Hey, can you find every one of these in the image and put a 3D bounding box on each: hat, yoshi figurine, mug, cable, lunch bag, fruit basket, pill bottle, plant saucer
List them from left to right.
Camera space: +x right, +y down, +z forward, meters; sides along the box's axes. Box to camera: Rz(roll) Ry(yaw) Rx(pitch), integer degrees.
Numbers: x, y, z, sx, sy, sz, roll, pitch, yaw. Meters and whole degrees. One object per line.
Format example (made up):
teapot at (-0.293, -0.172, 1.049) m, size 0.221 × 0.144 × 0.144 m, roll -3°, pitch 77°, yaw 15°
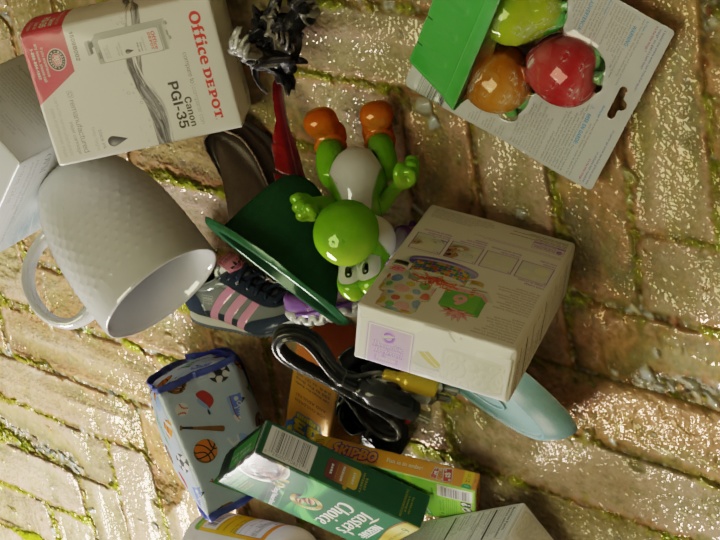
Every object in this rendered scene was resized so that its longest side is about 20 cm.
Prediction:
mug at (-0.285, -0.022, 1.713) m, size 0.200 × 0.148 × 0.175 m, roll -42°, pitch 74°, yaw 8°
lunch bag at (-0.172, 0.183, 1.821) m, size 0.200 × 0.124 × 0.170 m, roll 173°, pitch 77°, yaw -75°
pill bottle at (-0.116, 0.360, 1.901) m, size 0.200 × 0.111 × 0.111 m, roll 3°, pitch 117°, yaw 40°
hat at (-0.043, -0.073, 1.540) m, size 0.200 × 0.176 × 0.166 m, roll 37°, pitch 174°, yaw -9°
yoshi figurine at (-0.007, -0.073, 1.474) m, size 0.112 × 0.112 × 0.200 m, roll -39°, pitch 45°, yaw 44°
cable at (-0.005, 0.109, 1.570) m, size 0.200 × 0.050 × 0.097 m, roll 27°, pitch 136°, yaw -12°
plant saucer at (0.121, 0.107, 1.521) m, size 0.200 × 0.027 × 0.200 m, roll 35°, pitch 169°, yaw 8°
fruit basket at (0.153, -0.189, 1.372) m, size 0.200 × 0.094 × 0.185 m, roll 27°, pitch 132°, yaw 6°

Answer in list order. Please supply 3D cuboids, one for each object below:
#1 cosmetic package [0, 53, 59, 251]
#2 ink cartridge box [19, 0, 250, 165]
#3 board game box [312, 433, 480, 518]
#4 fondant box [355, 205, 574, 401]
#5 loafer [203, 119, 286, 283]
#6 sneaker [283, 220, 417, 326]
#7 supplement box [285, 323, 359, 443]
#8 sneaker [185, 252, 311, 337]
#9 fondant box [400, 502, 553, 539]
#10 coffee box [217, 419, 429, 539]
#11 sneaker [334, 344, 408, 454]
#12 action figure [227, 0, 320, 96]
cosmetic package at (-0.376, -0.138, 1.765) m, size 0.123 × 0.200 × 0.199 m, roll 45°, pitch 136°, yaw 7°
ink cartridge box at (-0.227, -0.204, 1.606) m, size 0.200 × 0.083 × 0.147 m, roll -12°, pitch 111°, yaw 6°
board game box at (0.029, 0.223, 1.682) m, size 0.200 × 0.030 × 0.096 m, roll 10°, pitch 150°, yaw 10°
fondant box at (0.097, 0.024, 1.417) m, size 0.144 × 0.200 × 0.058 m, roll 16°, pitch 122°, yaw 15°
loafer at (-0.108, -0.073, 1.663) m, size 0.073 × 0.071 × 0.200 m, roll -30°, pitch 93°, yaw 47°
sneaker at (0.000, 0.000, 1.609) m, size 0.200 × 0.080 × 0.089 m, roll -16°, pitch 98°, yaw 35°
supplement box at (-0.037, 0.149, 1.738) m, size 0.066 × 0.069 × 0.200 m, roll 31°, pitch 135°, yaw 25°
sneaker at (-0.126, 0.023, 1.737) m, size 0.200 × 0.070 × 0.082 m, roll 4°, pitch 119°, yaw 38°
fondant box at (0.134, 0.331, 1.682) m, size 0.200 × 0.058 × 0.144 m, roll -20°, pitch 116°, yaw 47°
coffee box at (-0.039, 0.232, 1.666) m, size 0.200 × 0.044 × 0.123 m, roll 27°, pitch 150°, yaw -14°
sneaker at (0.008, 0.149, 1.670) m, size 0.060 × 0.104 × 0.200 m, roll 31°, pitch 131°, yaw 25°
action figure at (-0.085, -0.251, 1.508) m, size 0.200 × 0.102 × 0.119 m, roll -52°, pitch 46°, yaw 43°
